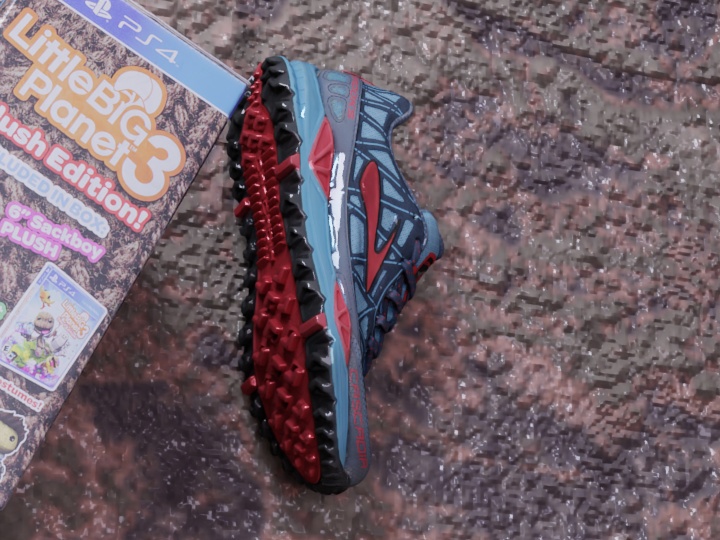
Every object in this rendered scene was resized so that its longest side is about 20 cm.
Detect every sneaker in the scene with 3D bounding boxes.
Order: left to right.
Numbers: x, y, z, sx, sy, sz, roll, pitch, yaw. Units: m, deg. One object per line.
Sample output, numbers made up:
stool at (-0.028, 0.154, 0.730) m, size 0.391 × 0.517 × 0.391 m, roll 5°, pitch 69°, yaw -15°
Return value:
sneaker at (0.000, 0.000, 0.966) m, size 0.095 × 0.079 × 0.201 m, roll 3°, pitch 74°, yaw -27°

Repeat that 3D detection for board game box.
board game box at (-0.153, 0.000, 0.846) m, size 0.097 × 0.159 × 0.201 m, roll 34°, pitch 63°, yaw -13°
